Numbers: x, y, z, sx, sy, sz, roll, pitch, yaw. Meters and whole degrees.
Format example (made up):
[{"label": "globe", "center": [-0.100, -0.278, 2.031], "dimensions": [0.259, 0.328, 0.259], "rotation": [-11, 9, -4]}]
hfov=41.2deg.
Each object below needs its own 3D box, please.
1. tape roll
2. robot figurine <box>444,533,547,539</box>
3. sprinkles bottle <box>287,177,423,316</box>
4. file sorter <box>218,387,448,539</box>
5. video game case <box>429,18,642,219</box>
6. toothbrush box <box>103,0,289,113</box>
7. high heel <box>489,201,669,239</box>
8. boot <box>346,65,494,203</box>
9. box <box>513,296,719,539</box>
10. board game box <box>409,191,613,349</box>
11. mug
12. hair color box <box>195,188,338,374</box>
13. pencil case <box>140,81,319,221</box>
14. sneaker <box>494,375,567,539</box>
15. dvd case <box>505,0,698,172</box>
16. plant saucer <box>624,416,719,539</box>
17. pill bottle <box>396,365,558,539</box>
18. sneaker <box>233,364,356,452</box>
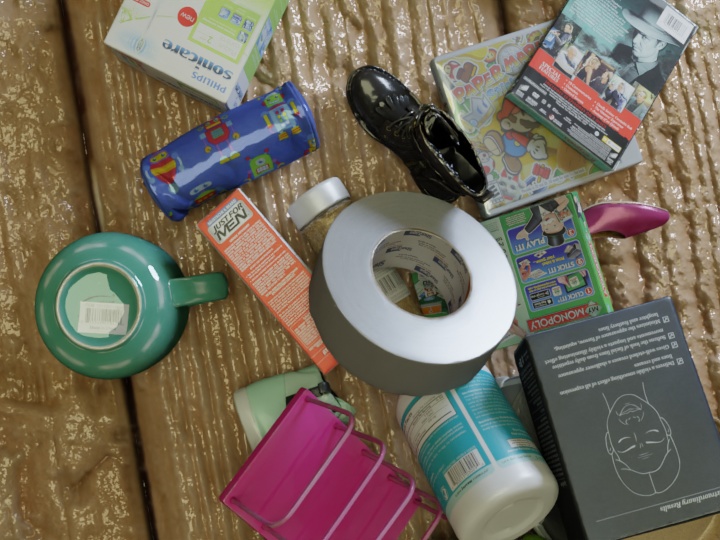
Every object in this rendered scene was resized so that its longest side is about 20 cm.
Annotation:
[{"label": "tape roll", "center": [0.051, 0.020, 0.942], "dimensions": [0.198, 0.066, 0.202], "rotation": [9, 53, -12]}, {"label": "robot figurine", "center": [0.132, 0.338, 0.999], "dimensions": [0.197, 0.116, 0.178], "rotation": [-9, 108, 15]}, {"label": "sprinkles bottle", "center": [0.000, 0.000, 1.035], "dimensions": [0.068, 0.068, 0.201], "rotation": [-32, 87, -3]}, {"label": "file sorter", "center": [-0.008, 0.242, 0.952], "dimensions": [0.200, 0.125, 0.139], "rotation": [47, 71, -24]}, {"label": "video game case", "center": [0.196, -0.175, 1.062], "dimensions": [0.198, 0.023, 0.184], "rotation": [-19, 89, -11]}, {"label": "toothbrush box", "center": [-0.162, -0.293, 1.033], "dimensions": [0.144, 0.086, 0.202], "rotation": [26, 89, -1]}, {"label": "high heel", "center": [0.239, -0.020, 1.046], "dimensions": [0.197, 0.067, 0.097], "rotation": [-4, 79, 3]}, {"label": "boot", "center": [0.062, -0.148, 0.993], "dimensions": [0.069, 0.174, 0.200], "rotation": [-41, 91, -3]}, {"label": "box", "center": [0.249, 0.148, 0.922], "dimensions": [0.146, 0.107, 0.202], "rotation": [-14, 75, -1]}, {"label": "board game box", "center": [0.154, 0.011, 1.020], "dimensions": [0.198, 0.029, 0.136], "rotation": [-18, 90, 26]}, {"label": "mug", "center": [-0.250, 0.026, 1.006], "dimensions": [0.185, 0.114, 0.152], "rotation": [-43, 90, -2]}, {"label": "hair color box", "center": [-0.082, 0.013, 1.015], "dimensions": [0.064, 0.111, 0.201], "rotation": [-40, 90, -3]}, {"label": "pencil case", "center": [-0.140, -0.124, 1.033], "dimensions": [0.198, 0.087, 0.078], "rotation": [-28, 53, -3]}, {"label": "sneaker", "center": [0.215, 0.198, 1.017], "dimensions": [0.115, 0.075, 0.202], "rotation": [-24, 89, 36]}, {"label": "dvd case", "center": [0.268, -0.231, 1.059], "dimensions": [0.145, 0.022, 0.201], "rotation": [34, 81, -7]}, {"label": "plant saucer", "center": [0.319, 0.240, 1.011], "dimensions": [0.197, 0.035, 0.203], "rotation": [-2, 98, -11]}, {"label": "pill bottle", "center": [0.105, 0.165, 0.961], "dimensions": [0.110, 0.111, 0.201], "rotation": [-26, 51, -3]}, {"label": "sneaker", "center": [-0.047, 0.202, 1.029], "dimensions": [0.117, 0.074, 0.203], "rotation": [-23, 89, -2]}]
